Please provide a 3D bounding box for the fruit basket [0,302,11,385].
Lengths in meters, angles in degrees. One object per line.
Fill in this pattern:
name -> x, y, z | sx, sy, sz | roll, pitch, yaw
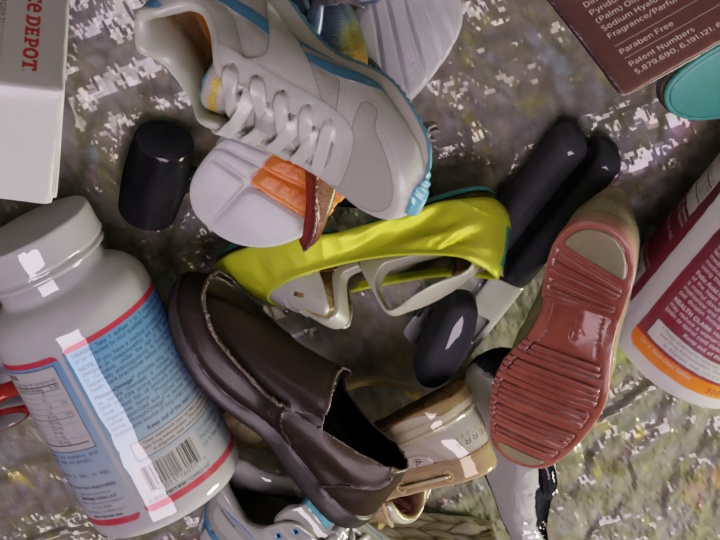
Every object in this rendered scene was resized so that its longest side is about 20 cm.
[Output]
fruit basket -> -0.314, 0.053, 1.577 | 0.185, 0.094, 0.200 | -29, 132, 15

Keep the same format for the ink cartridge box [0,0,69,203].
ink cartridge box -> -0.264, -0.121, 1.399 | 0.199, 0.147, 0.085 | 6, 128, -10

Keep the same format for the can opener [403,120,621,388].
can opener -> 0.096, -0.003, 1.575 | 0.053, 0.067, 0.200 | 22, 125, -22

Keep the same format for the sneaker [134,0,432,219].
sneaker -> -0.042, -0.091, 1.358 | 0.081, 0.200, 0.077 | -25, 145, -39

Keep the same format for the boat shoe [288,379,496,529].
boat shoe -> 0.018, 0.137, 1.642 | 0.069, 0.074, 0.200 | 58, 142, 0

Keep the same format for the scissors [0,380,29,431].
scissors -> -0.272, 0.092, 1.593 | 0.073, 0.014, 0.199 | -34, 162, 34

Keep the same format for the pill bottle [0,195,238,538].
pill bottle -> -0.164, 0.059, 1.558 | 0.108, 0.109, 0.201 | -22, 108, 14

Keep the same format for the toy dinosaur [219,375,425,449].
toy dinosaur -> -0.063, 0.092, 1.665 | 0.199, 0.058, 0.101 | -31, 141, 23

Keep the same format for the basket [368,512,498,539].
basket -> 0.001, 0.246, 1.741 | 0.199, 0.124, 0.136 | 7, 129, -11

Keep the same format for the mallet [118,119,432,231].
mallet -> -0.051, -0.059, 1.541 | 0.199, 0.041, 0.066 | 0, 134, -9

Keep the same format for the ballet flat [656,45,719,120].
ballet flat -> 0.267, -0.151, 1.463 | 0.199, 0.073, 0.073 | -23, 128, 16

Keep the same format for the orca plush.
orca plush -> 0.125, 0.121, 1.680 | 0.071, 0.105, 0.201 | -34, 119, -20

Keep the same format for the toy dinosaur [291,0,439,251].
toy dinosaur -> -0.028, -0.137, 1.412 | 0.200, 0.105, 0.182 | -41, 86, 16

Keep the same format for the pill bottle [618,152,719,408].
pill bottle -> 0.252, -0.018, 1.544 | 0.114, 0.115, 0.200 | 23, 125, -22

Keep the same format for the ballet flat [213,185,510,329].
ballet flat -> 0.000, 0.000, 1.549 | 0.199, 0.067, 0.067 | -13, 160, 17

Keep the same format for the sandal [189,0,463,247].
sandal -> -0.017, -0.099, 1.495 | 0.079, 0.059, 0.207 | 43, 95, -14

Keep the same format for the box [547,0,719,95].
box -> 0.150, -0.240, 1.316 | 0.164, 0.166, 0.200 | -28, 127, 20

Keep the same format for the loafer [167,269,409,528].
loafer -> -0.040, 0.070, 1.560 | 0.071, 0.073, 0.200 | -34, 105, 32

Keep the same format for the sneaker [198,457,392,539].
sneaker -> -0.021, 0.185, 1.622 | 0.199, 0.075, 0.087 | 24, 145, 15

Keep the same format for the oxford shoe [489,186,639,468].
oxford shoe -> 0.136, 0.038, 1.557 | 0.070, 0.074, 0.201 | 24, 125, 4
